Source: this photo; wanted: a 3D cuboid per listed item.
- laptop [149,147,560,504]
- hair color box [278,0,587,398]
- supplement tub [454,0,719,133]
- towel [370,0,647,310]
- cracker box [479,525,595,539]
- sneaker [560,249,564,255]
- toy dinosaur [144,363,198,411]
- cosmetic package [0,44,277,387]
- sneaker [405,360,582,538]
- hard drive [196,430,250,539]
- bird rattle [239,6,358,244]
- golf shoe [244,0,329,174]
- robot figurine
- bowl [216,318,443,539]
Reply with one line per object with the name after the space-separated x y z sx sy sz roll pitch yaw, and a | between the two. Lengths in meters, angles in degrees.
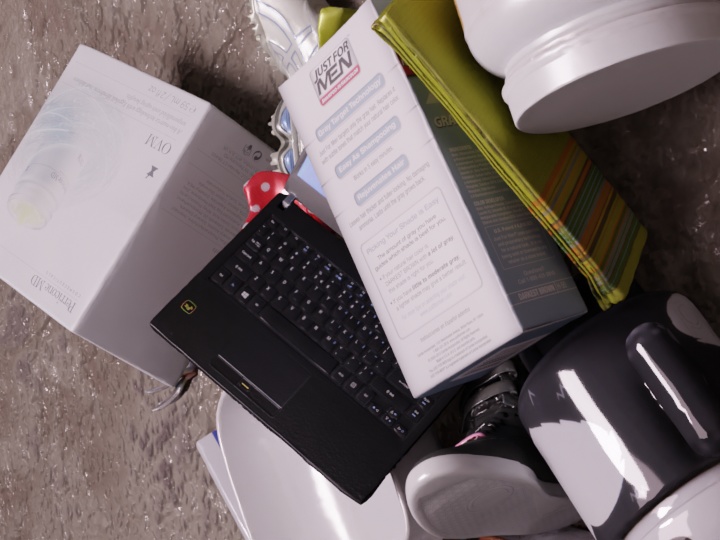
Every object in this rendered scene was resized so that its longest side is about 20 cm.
0.000 0.000 0.886 0.177 0.200 0.104 38 157 14 | laptop
0.037 -0.043 0.822 0.099 0.060 0.202 -36 73 46 | hair color box
0.110 -0.188 0.771 0.144 0.144 0.202 -27 76 50 | supplement tub
0.086 -0.074 0.801 0.018 0.086 0.200 -35 101 32 | towel
0.163 0.242 0.911 0.199 0.057 0.136 9 104 51 | cracker box
0.061 -0.007 0.976 0.200 0.076 0.085 -34 75 47 | sneaker
-0.127 0.058 1.218 0.180 0.105 0.202 11 96 31 | toy dinosaur
-0.188 -0.048 1.173 0.199 0.123 0.201 27 86 45 | cosmetic package
0.075 0.104 0.893 0.070 0.199 0.100 -35 62 25 | sneaker
-0.059 0.231 1.150 0.201 0.025 0.132 57 176 27 | hard drive
0.002 -0.067 0.963 0.163 0.112 0.201 32 99 38 | bird rattle
-0.023 -0.161 1.071 0.096 0.078 0.202 -8 97 34 | golf shoe
0.165 0.095 0.824 0.125 0.150 0.201 -44 61 23 | robot figurine
-0.013 0.130 0.998 0.200 0.074 0.201 -51 55 46 | bowl
